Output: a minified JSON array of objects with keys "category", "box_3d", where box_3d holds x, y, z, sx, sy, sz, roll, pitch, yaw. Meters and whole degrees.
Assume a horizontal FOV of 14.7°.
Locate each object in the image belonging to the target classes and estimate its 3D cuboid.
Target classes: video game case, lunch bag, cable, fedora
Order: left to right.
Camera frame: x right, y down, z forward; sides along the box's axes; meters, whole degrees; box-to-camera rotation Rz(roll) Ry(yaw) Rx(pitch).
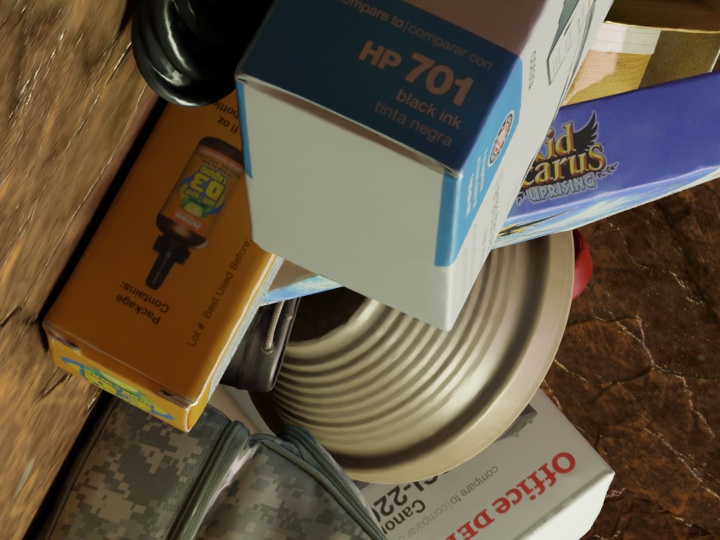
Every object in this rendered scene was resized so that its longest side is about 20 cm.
[{"category":"lunch bag","box_3d":[-0.061,0.145,1.346,0.140,0.167,0.200,-62,176,-12]},{"category":"cable","box_3d":[-0.015,-0.145,0.923,0.201,0.051,0.163,-62,176,-6]},{"category":"video game case","box_3d":[0.048,-0.032,1.224,0.199,0.046,0.181,-14,176,-26]},{"category":"fedora","box_3d":[0.087,-0.109,1.380,0.201,0.200,0.082,-42,143,-78]}]

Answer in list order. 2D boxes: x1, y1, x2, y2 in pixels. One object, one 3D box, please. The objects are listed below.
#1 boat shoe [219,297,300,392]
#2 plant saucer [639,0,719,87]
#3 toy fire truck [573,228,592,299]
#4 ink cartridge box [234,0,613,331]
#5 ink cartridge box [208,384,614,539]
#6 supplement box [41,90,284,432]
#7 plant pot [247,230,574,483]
[{"category":"boat shoe","box_3d":[-0.027,-0.028,1.335,0.201,0.073,0.075,-62,176,-14]},{"category":"plant saucer","box_3d":[0.185,-0.172,1.509,0.200,0.035,0.201,-160,-90,-89]},{"category":"toy fire truck","box_3d":[0.039,-0.011,1.722,0.200,0.167,0.112,-59,143,-31]},{"category":"ink cartridge box","box_3d":[0.038,-0.102,0.953,0.200,0.086,0.147,-61,170,-18]},{"category":"ink cartridge box","box_3d":[0.018,0.093,1.520,0.145,0.200,0.085,-35,165,-21]},{"category":"supplement box","box_3d":[-0.047,-0.041,1.072,0.200,0.066,0.069,-61,179,-15]},{"category":"plant pot","box_3d":[0.000,0.000,1.405,0.093,0.201,0.201,24,94,-49]}]
